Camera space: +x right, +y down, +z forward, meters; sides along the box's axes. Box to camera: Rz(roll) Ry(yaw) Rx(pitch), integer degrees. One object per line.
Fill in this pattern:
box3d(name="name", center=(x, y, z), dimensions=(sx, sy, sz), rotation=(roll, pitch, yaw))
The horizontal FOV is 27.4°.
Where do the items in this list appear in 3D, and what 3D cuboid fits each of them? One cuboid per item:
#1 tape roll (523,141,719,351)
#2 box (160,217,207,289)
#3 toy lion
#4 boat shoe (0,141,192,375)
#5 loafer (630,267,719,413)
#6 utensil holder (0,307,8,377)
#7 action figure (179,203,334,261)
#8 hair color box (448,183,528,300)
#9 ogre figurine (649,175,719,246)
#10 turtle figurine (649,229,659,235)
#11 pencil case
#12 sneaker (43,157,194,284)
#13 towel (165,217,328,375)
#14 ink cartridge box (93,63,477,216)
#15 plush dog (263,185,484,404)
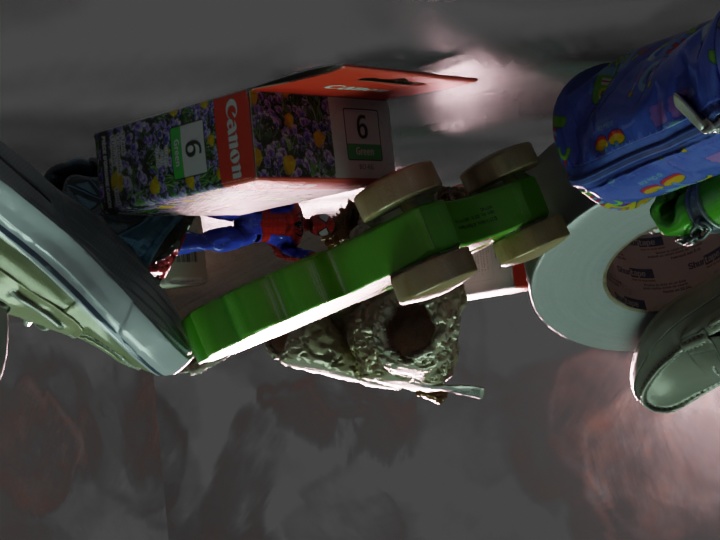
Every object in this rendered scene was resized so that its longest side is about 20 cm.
box3d(name="tape roll", center=(0.202, -0.029, 0.955), dimensions=(0.198, 0.067, 0.201), rotation=(-6, 144, -4))
box3d(name="box", center=(-0.238, -0.009, 1.280), dimensions=(0.198, 0.069, 0.082), rotation=(-8, 177, 25))
box3d(name="toy lion", center=(0.000, 0.000, 0.856), dimensions=(0.191, 0.069, 0.199), rotation=(-26, 175, 33))
box3d(name="boat shoe", center=(-0.169, -0.002, 0.796), dimensions=(0.062, 0.200, 0.072), rotation=(-37, -144, 9))
box3d(name="loafer", center=(0.238, 0.040, 0.940), dimensions=(0.069, 0.070, 0.200), rotation=(8, 142, -21))
box3d(name="utensil holder", center=(-0.376, 0.040, 1.041), dimensions=(0.198, 0.172, 0.170), rotation=(-9, 176, 20))
box3d(name="action figure", center=(-0.077, -0.035, 1.136), dimensions=(0.098, 0.066, 0.199), rotation=(3, -176, 42))
box3d(name="hair color box", center=(0.111, -0.027, 1.323), dimensions=(0.061, 0.103, 0.200), rotation=(-4, 177, -23))
box3d(name="ogre figurine", center=(0.252, -0.075, 0.760), dimensions=(0.198, 0.099, 0.120), rotation=(-8, 176, -3))
box3d(name="turtle figurine", center=(0.206, -0.052, 1.061), dimensions=(0.199, 0.102, 0.149), rotation=(-19, 156, 31))
box3d(name="pencil case", center=(0.158, -0.078, 0.697), dimensions=(0.087, 0.078, 0.200), rotation=(-35, -175, -16))
box3d(name="sneaker", center=(-0.154, -0.046, 0.943), dimensions=(0.095, 0.080, 0.200), rotation=(30, -176, -9))
box3d(name="towel", center=(-0.105, 0.018, 1.306), dimensions=(0.199, 0.035, 0.132), rotation=(-29, -143, -22))
box3d(name="ink cartridge box", center=(-0.042, -0.066, 0.797), dimensions=(0.199, 0.051, 0.108), rotation=(-8, 176, 44))
box3d(name="plush dog", center=(0.037, 0.009, 1.217), dimensions=(0.199, 0.174, 0.160), rotation=(-3, 160, 42))
